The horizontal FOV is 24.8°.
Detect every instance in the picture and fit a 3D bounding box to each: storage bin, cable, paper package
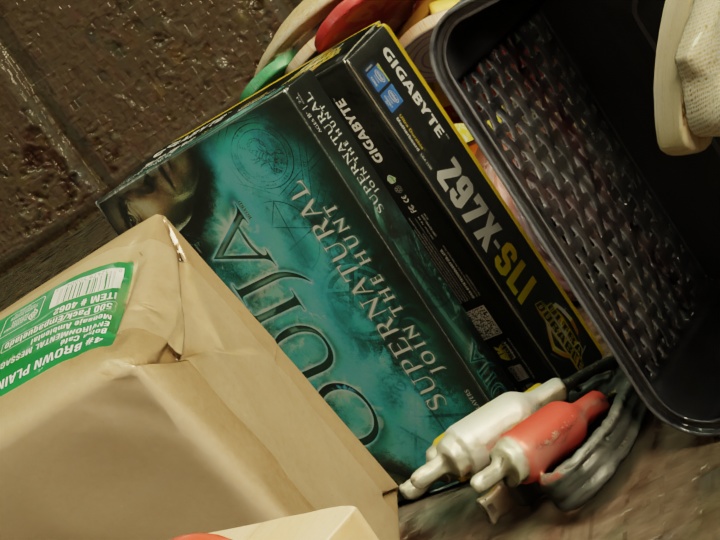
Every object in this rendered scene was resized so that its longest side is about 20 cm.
[{"bbox_3d":[0.139,-0.052,0.628,0.135,0.200,0.094,-24,16,41],"label":"storage bin"},{"bbox_3d":[0.107,0.042,0.709,0.200,0.050,0.097,-41,12,-24],"label":"cable"},{"bbox_3d":[-0.107,0.110,0.653,0.200,0.191,0.104,-29,30,18],"label":"paper package"}]

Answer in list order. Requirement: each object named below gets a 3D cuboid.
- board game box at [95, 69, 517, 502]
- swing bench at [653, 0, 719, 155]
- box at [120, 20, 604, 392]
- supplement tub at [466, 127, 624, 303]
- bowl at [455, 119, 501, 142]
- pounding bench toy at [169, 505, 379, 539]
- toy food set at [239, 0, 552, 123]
[{"bbox_3d":[-0.022,0.021,0.773,0.135,0.200,0.028,-26,12,37],"label":"board game box"},{"bbox_3d":[0.193,-0.040,0.437,0.130,0.200,0.199,-38,12,-18],"label":"swing bench"},{"bbox_3d":[0.000,0.000,0.803,0.160,0.200,0.049,-25,16,39],"label":"box"},{"bbox_3d":[0.064,-0.017,0.925,0.200,0.107,0.107,-23,16,42],"label":"supplement tub"},{"bbox_3d":[0.028,-0.059,1.100,0.200,0.200,0.108,-36,54,-9],"label":"bowl"},{"bbox_3d":[-0.060,0.171,0.388,0.124,0.156,0.200,-20,18,48],"label":"pounding bench toy"},{"bbox_3d":[0.034,-0.109,0.849,0.200,0.049,0.198,-18,-21,-4],"label":"toy food set"}]
